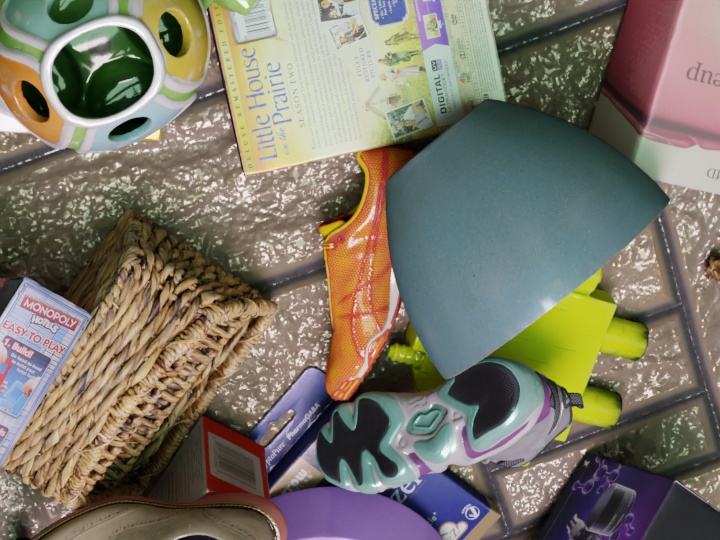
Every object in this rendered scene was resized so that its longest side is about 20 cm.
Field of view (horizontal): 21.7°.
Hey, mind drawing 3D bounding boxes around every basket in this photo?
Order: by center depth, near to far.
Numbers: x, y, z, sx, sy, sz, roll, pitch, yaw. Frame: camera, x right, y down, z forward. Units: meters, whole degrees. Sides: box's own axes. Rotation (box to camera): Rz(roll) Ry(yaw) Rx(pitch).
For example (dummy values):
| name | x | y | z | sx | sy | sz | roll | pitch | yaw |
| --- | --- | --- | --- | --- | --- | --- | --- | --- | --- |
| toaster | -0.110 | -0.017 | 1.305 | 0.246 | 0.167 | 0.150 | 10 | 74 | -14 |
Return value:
| name | x | y | z | sx | sy | sz | roll | pitch | yaw |
| --- | --- | --- | --- | --- | --- | --- | --- | --- | --- |
| basket | -0.162 | 0.084 | 1.365 | 0.149 | 0.143 | 0.200 | 35 | 100 | -18 |

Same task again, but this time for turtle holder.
| name | x | y | z | sx | sy | sz | roll | pitch | yaw |
| --- | --- | --- | --- | --- | --- | --- | --- | --- | --- |
| turtle holder | -0.154 | -0.147 | 1.251 | 0.185 | 0.132 | 0.141 | -2 | 108 | -9 |

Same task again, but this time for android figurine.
| name | x | y | z | sx | sy | sz | roll | pitch | yaw |
| --- | --- | --- | --- | --- | --- | --- | --- | --- | --- |
| android figurine | 0.120 | 0.062 | 1.461 | 0.200 | 0.041 | 0.182 | 15 | 107 | -17 |

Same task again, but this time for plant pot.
| name | x | y | z | sx | sy | sz | roll | pitch | yaw |
| --- | --- | --- | --- | --- | --- | --- | --- | --- | --- |
| plant pot | 0.095 | -0.039 | 1.304 | 0.200 | 0.200 | 0.135 | -39 | 91 | 5 |

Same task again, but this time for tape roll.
| name | x | y | z | sx | sy | sz | roll | pitch | yaw |
| --- | --- | --- | --- | --- | --- | --- | --- | --- | --- |
| tape roll | -0.023 | 0.267 | 1.469 | 0.200 | 0.066 | 0.200 | 0 | 122 | 1 |

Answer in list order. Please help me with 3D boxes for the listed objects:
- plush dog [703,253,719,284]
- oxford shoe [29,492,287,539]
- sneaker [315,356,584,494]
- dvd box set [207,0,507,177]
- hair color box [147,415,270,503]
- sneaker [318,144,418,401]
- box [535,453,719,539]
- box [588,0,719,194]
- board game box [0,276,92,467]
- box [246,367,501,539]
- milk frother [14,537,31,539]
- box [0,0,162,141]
| name | x | y | z | sx | sy | sz | roll | pitch | yaw |
| --- | --- | --- | --- | --- | --- | --- | --- | --- | --- |
| plush dog | 0.357 | 0.041 | 1.423 | 0.160 | 0.172 | 0.200 | 21 | 105 | -16 |
| oxford shoe | -0.155 | 0.199 | 1.317 | 0.200 | 0.075 | 0.071 | -13 | 102 | 15 |
| sneaker | 0.076 | 0.126 | 1.417 | 0.200 | 0.078 | 0.140 | -18 | 160 | 34 |
| dvd box set | -0.003 | -0.158 | 1.352 | 0.200 | 0.029 | 0.147 | -13 | 97 | -5 |
| hair color box | -0.144 | 0.224 | 1.425 | 0.064 | 0.111 | 0.200 | 29 | 109 | -19 |
| sneaker | 0.000 | 0.000 | 1.413 | 0.077 | 0.073 | 0.200 | 15 | 99 | 1 |
| box | 0.184 | 0.254 | 1.454 | 0.079 | 0.141 | 0.200 | 35 | 79 | -18 |
| box | 0.264 | -0.163 | 1.369 | 0.128 | 0.109 | 0.200 | 11 | 107 | -14 |
| board game box | -0.279 | 0.072 | 1.316 | 0.062 | 0.200 | 0.200 | 33 | 101 | -32 |
| box | -0.001 | 0.179 | 1.486 | 0.200 | 0.032 | 0.121 | 38 | 99 | -18 |
| milk frother | -0.318 | 0.290 | 1.375 | 0.180 | 0.200 | 0.188 | 0 | 110 | 0 |
| box | -0.236 | -0.157 | 1.323 | 0.200 | 0.041 | 0.119 | 2 | 109 | -13 |
